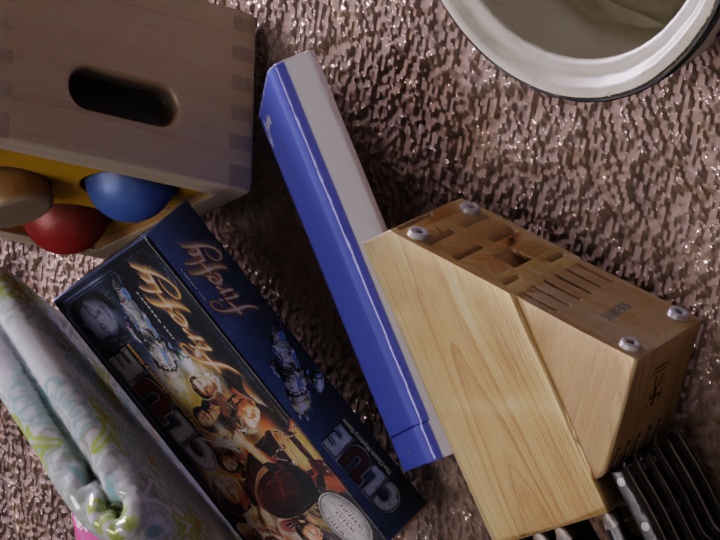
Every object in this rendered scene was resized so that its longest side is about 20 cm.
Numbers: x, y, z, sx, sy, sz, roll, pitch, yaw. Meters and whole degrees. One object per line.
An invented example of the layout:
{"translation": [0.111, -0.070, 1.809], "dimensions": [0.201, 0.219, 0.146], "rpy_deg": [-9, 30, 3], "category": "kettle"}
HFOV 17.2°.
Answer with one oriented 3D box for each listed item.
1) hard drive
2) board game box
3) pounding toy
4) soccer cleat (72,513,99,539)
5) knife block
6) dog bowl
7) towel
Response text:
{"translation": [0.000, 0.000, 1.172], "dimensions": [0.132, 0.025, 0.201], "rpy_deg": [124, 124, -82], "category": "hard drive"}
{"translation": [-0.067, 0.069, 1.261], "dimensions": [0.200, 0.035, 0.135], "rpy_deg": [52, 149, -5], "category": "board game box"}
{"translation": [-0.188, -0.064, 1.250], "dimensions": [0.184, 0.199, 0.143], "rpy_deg": [-21, 64, 52], "category": "pounding toy"}
{"translation": [-0.089, 0.189, 1.380], "dimensions": [0.200, 0.070, 0.086], "rpy_deg": [52, 128, 16], "category": "soccer cleat"}
{"translation": [0.081, 0.084, 1.097], "dimensions": [0.200, 0.064, 0.176], "rpy_deg": [28, 119, 26], "category": "knife block"}
{"translation": [0.105, -0.175, 0.982], "dimensions": [0.200, 0.074, 0.201], "rpy_deg": [23, 121, 45], "category": "dog bowl"}
{"translation": [-0.138, 0.098, 1.306], "dimensions": [0.048, 0.171, 0.200], "rpy_deg": [-40, 58, 4], "category": "towel"}
